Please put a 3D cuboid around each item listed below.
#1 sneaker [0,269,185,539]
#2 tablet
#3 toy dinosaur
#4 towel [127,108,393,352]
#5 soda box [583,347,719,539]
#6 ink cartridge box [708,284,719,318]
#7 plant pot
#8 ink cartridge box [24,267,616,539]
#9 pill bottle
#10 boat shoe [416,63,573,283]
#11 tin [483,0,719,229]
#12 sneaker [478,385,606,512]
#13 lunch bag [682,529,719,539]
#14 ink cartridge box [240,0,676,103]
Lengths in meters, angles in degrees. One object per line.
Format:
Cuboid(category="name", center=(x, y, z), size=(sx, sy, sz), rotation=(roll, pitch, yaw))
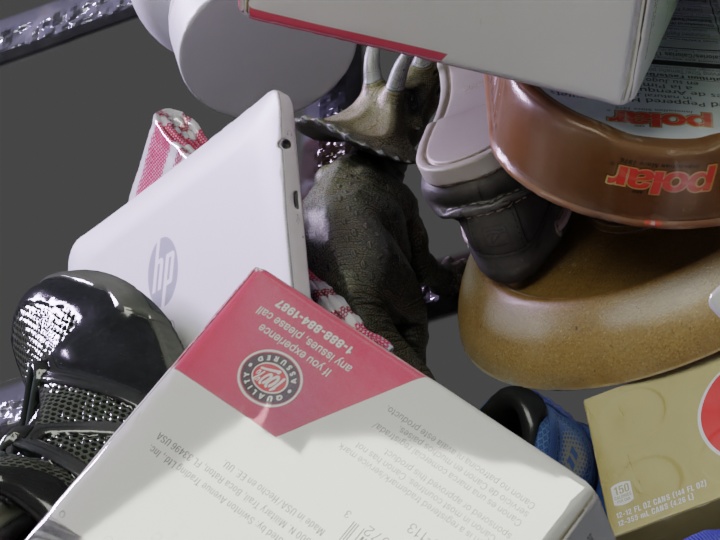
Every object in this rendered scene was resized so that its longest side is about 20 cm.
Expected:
Cuboid(category="sneaker", center=(-0.115, 0.068, 1.051), size=(0.114, 0.077, 0.200), rotation=(-4, 39, -26))
Cuboid(category="tablet", center=(-0.071, 0.021, 1.106), size=(0.200, 0.014, 0.131), rotation=(-31, 60, 55))
Cuboid(category="toy dinosaur", center=(0.000, 0.000, 1.124), size=(0.077, 0.102, 0.201), rotation=(-14, 41, 21))
Cuboid(category="towel", center=(-0.057, 0.042, 1.120), size=(0.200, 0.030, 0.147), rotation=(50, 128, 51))
Cuboid(category="soda box", center=(0.186, 0.053, 0.996), size=(0.199, 0.064, 0.068), rotation=(-22, 44, 15))
Cuboid(category="ink cartridge box", center=(0.235, 0.033, 0.892), size=(0.146, 0.084, 0.200), rotation=(-46, 71, 7))
Cuboid(category="plant pot", center=(0.122, -0.027, 1.086), size=(0.199, 0.028, 0.200), rotation=(-25, 26, 13))
Cuboid(category="ink cartridge box", center=(-0.034, 0.122, 0.872), size=(0.146, 0.083, 0.200), rotation=(33, 75, 28))
Cuboid(category="pill bottle", center=(-0.060, -0.166, 1.304), size=(0.111, 0.112, 0.201), rotation=(-26, 44, 10))
Cuboid(category="boat shoe", center=(0.065, -0.061, 1.131), size=(0.067, 0.057, 0.200), rotation=(-13, 24, 21))
Cuboid(category="tin", center=(0.102, -0.080, 1.062), size=(0.111, 0.042, 0.200), rotation=(1, 31, -2))
Cuboid(category="sneaker", center=(0.007, 0.118, 1.032), size=(0.200, 0.089, 0.078), rotation=(-46, 44, -8))
Cuboid(category="lunch bag", center=(0.110, 0.193, 0.881), size=(0.200, 0.124, 0.170), rotation=(-43, 42, 2))
Cuboid(category="ink cartridge box", center=(0.054, -0.152, 1.039), size=(0.146, 0.083, 0.200), rotation=(13, 30, 10))
